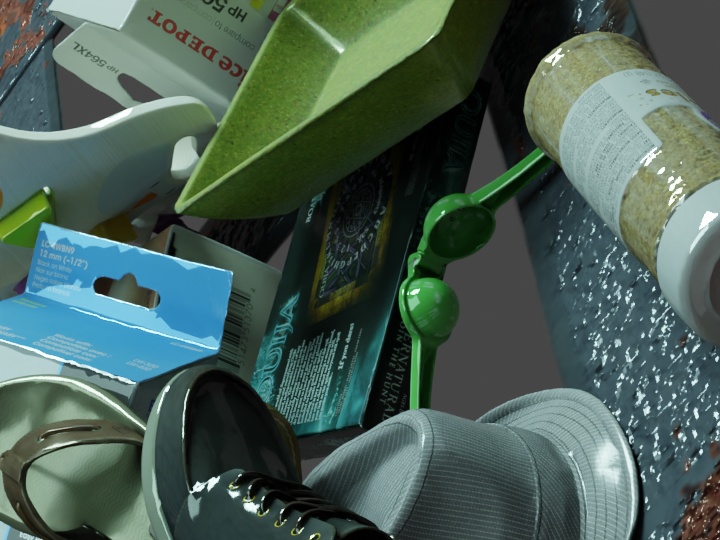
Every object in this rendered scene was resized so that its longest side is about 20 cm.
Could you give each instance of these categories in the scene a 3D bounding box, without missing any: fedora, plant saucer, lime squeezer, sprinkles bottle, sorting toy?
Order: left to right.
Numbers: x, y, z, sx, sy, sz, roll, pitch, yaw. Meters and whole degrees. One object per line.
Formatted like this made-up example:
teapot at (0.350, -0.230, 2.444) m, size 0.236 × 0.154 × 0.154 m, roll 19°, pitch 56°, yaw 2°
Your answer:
sorting toy at (-0.155, -0.049, 1.473) m, size 0.179 × 0.107 × 0.200 m, roll -25°, pitch -7°, yaw 7°
plant saucer at (0.011, -0.115, 1.381) m, size 0.200 × 0.048 × 0.200 m, roll -31°, pitch 23°, yaw 37°
fedora at (0.023, 0.128, 1.158) m, size 0.200 × 0.090 × 0.177 m, roll -53°, pitch 29°, yaw 22°
lime squeezer at (0.052, 0.007, 1.289) m, size 0.070 × 0.038 × 0.201 m, roll 23°, pitch 86°, yaw 33°
sprinkles bottle at (0.131, -0.038, 1.131) m, size 0.068 × 0.068 × 0.200 m, roll -57°, pitch 27°, yaw 14°

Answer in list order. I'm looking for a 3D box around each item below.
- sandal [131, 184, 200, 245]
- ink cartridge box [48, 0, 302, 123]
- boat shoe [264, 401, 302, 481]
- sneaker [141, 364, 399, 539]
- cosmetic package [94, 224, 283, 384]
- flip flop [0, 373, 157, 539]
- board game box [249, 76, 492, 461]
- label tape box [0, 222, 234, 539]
sandal at (-0.115, -0.038, 1.599) m, size 0.082 × 0.050 × 0.202 m, roll -27°, pitch 14°, yaw -29°
ink cartridge box at (-0.078, -0.177, 1.551) m, size 0.201 × 0.128 × 0.125 m, roll -61°, pitch 27°, yaw -4°
boat shoe at (-0.044, 0.154, 1.293) m, size 0.063 × 0.073 × 0.201 m, roll -22°, pitch 60°, yaw 40°
sneaker at (-0.027, 0.105, 1.096) m, size 0.106 × 0.075 × 0.201 m, roll -47°, pitch 45°, yaw 37°
cosmetic package at (-0.132, 0.065, 1.504) m, size 0.200 × 0.087 × 0.104 m, roll -34°, pitch 40°, yaw 46°
flip flop at (-0.126, 0.103, 1.234) m, size 0.200 × 0.057 × 0.081 m, roll 29°, pitch 93°, yaw 38°
board game box at (0.000, 0.000, 1.383) m, size 0.135 × 0.028 × 0.201 m, roll -15°, pitch 55°, yaw 57°
label tape box at (-0.158, 0.078, 1.336) m, size 0.143 × 0.066 × 0.201 m, roll 15°, pitch 88°, yaw 36°
